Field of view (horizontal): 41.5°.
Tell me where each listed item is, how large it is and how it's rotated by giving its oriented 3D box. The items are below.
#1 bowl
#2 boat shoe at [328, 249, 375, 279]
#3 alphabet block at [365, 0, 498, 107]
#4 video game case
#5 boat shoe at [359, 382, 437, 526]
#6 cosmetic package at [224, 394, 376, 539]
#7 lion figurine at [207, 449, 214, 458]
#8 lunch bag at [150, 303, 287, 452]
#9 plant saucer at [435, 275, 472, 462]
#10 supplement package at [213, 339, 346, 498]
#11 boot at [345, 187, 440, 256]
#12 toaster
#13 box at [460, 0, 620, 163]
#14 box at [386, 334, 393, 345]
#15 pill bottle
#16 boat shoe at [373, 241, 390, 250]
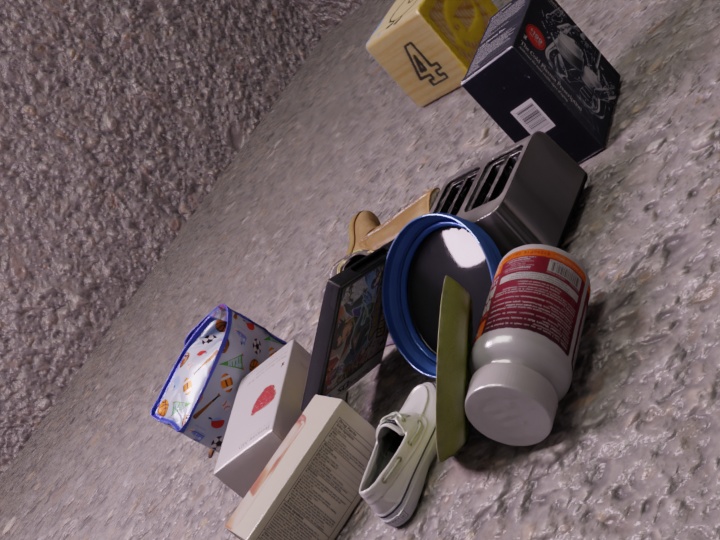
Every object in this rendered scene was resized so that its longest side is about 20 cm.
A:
[{"bbox_3d":[0.105,0.031,1.179,0.199,0.039,0.205,4,96,50],"label":"bowl"},{"bbox_3d":[0.000,0.000,1.462,0.200,0.060,0.073,-8,78,57],"label":"boat shoe"},{"bbox_3d":[0.164,-0.508,2.053,0.199,0.196,0.197,-19,35,54],"label":"alphabet block"},{"bbox_3d":[-0.005,0.073,1.267,0.180,0.025,0.203,-32,-39,-52],"label":"video game case"},{"bbox_3d":[0.052,0.196,1.107,0.073,0.067,0.201,-33,24,35],"label":"boat shoe"},{"bbox_3d":[-0.063,0.265,1.168,0.201,0.103,0.087,-53,21,-19],"label":"cosmetic package"},{"bbox_3d":[-0.185,0.224,1.591,0.121,0.072,0.203,-2,61,47],"label":"lion figurine"},{"bbox_3d":[-0.201,0.174,1.469,0.123,0.169,0.203,13,73,47],"label":"lunch bag"},{"bbox_3d":[0.105,0.108,1.043,0.030,0.203,0.201,1,35,10],"label":"plant saucer"},{"bbox_3d":[-0.107,0.220,1.323,0.121,0.120,0.201,-37,22,23],"label":"supplement package"},{"bbox_3d":[0.066,-0.082,1.642,0.199,0.066,0.177,-34,31,32],"label":"boot"},{"bbox_3d":[0.182,-0.065,1.258,0.180,0.118,0.202,-24,29,50],"label":"toaster"},{"bbox_3d":[0.263,-0.273,1.363,0.104,0.200,0.184,-30,25,42],"label":"box"},{"bbox_3d":[0.061,0.074,1.369,0.199,0.041,0.039,-21,31,51],"label":"box"},{"bbox_3d":[0.176,0.076,1.005,0.109,0.109,0.202,-29,26,42],"label":"pill bottle"},{"bbox_3d":[0.038,-0.001,1.547,0.073,0.075,0.199,-28,1,-35],"label":"boat shoe"}]
